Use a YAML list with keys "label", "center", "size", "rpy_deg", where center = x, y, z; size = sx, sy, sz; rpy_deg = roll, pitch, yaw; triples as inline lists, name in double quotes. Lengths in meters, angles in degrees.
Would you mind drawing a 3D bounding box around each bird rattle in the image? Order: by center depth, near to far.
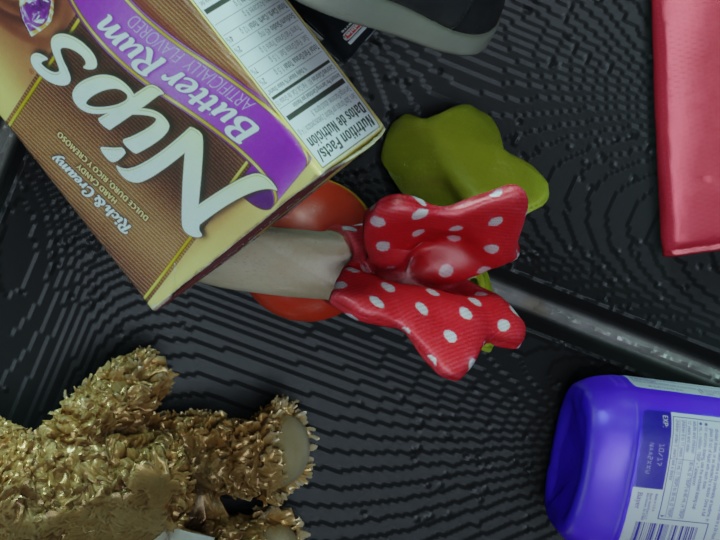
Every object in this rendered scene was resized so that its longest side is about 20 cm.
- label: "bird rattle"
  center: [0.000, 0.000, 1.247]
  size: [0.163, 0.200, 0.113]
  rpy_deg: [2, 105, 12]

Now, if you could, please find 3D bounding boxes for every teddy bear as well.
- label: "teddy bear"
  center: [-0.113, 0.104, 1.315]
  size: [0.200, 0.067, 0.145]
  rpy_deg: [-15, 116, -14]

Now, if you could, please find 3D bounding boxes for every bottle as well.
- label: "bottle"
  center: [0.190, 0.100, 1.370]
  size: [0.200, 0.065, 0.084]
  rpy_deg: [7, 103, -14]

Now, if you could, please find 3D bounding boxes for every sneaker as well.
- label: "sneaker"
  center: [0.029, -0.150, 1.154]
  size: [0.075, 0.200, 0.106]
  rpy_deg: [35, 103, 18]

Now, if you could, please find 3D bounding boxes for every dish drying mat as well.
- label: "dish drying mat"
  center: [0.172, -0.107, 1.338]
  size: [0.077, 0.018, 0.200]
  rpy_deg: [-7, 106, -9]

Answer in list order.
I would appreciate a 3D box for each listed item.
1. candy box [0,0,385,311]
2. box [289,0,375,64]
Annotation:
- label: "candy box"
  center: [-0.097, -0.097, 1.149]
  size: [0.117, 0.056, 0.200]
  rpy_deg: [-36, 90, 39]
- label: "box"
  center: [0.018, -0.196, 1.216]
  size: [0.200, 0.159, 0.046]
  rpy_deg: [-47, 64, 3]
